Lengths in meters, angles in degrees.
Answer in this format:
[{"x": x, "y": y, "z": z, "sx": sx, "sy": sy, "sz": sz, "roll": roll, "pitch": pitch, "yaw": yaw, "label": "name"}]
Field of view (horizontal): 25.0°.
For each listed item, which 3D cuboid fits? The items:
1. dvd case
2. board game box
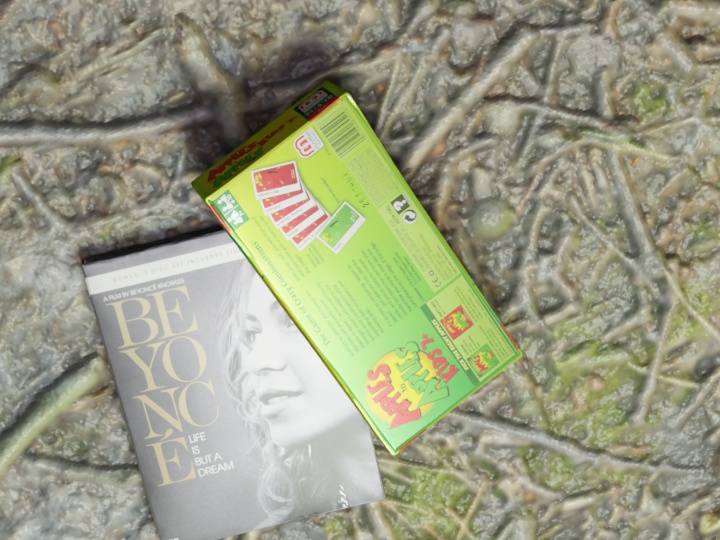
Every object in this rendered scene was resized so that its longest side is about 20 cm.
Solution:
[{"x": -0.076, "y": 0.070, "z": 1.007, "sx": 0.148, "sy": 0.016, "sz": 0.201, "roll": -13, "pitch": 109, "yaw": -1, "label": "dvd case"}, {"x": 0.000, "y": 0.000, "z": 0.962, "sx": 0.101, "sy": 0.048, "sz": 0.200, "roll": -37, "pitch": 112, "yaw": -4, "label": "board game box"}]
